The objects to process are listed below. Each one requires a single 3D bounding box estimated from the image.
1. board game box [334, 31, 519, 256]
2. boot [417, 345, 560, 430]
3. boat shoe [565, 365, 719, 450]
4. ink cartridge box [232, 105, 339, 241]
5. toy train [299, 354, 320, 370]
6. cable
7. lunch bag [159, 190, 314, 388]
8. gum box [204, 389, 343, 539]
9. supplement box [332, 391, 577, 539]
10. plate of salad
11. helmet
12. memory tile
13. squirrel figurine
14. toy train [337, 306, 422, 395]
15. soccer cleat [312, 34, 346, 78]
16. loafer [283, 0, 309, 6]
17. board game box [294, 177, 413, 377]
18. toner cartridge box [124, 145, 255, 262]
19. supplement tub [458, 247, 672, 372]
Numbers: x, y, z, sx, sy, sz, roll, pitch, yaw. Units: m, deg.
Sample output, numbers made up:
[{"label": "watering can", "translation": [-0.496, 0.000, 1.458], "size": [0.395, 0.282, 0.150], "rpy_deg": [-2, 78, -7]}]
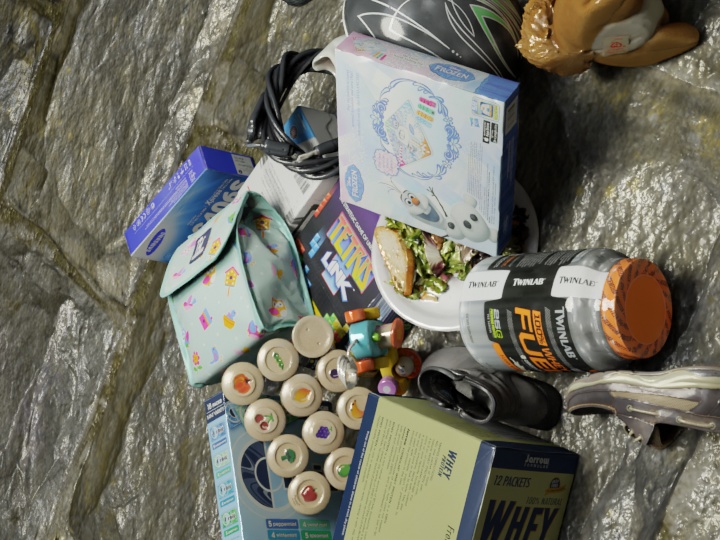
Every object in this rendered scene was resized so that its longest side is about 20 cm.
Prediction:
[{"label": "board game box", "translation": [0.068, -0.132, 1.493], "size": [0.198, 0.043, 0.201], "rpy_deg": [21, 136, 23]}, {"label": "boot", "translation": [0.106, 0.118, 1.520], "size": [0.199, 0.131, 0.071], "rpy_deg": [11, 91, 48]}, {"label": "boat shoe", "translation": [0.279, 0.134, 1.368], "size": [0.199, 0.074, 0.074], "rpy_deg": [-11, 74, 48]}, {"label": "ink cartridge box", "translation": [-0.087, -0.096, 1.825], "size": [0.200, 0.067, 0.117], "rpy_deg": [-51, 49, 31]}, {"label": "toy train", "translation": [-0.110, 0.072, 1.835], "size": [0.200, 0.046, 0.034], "rpy_deg": [39, 110, 45]}, {"label": "cable", "translation": [-0.045, -0.201, 1.747], "size": [0.162, 0.051, 0.201], "rpy_deg": [15, 54, 12]}, {"label": "lunch bag", "translation": [-0.159, 0.021, 1.768], "size": [0.170, 0.121, 0.202], "rpy_deg": [-36, 65, 40]}, {"label": "gum box", "translation": [-0.095, 0.250, 1.689], "size": [0.044, 0.169, 0.202], "rpy_deg": [-32, 59, 40]}, {"label": "supplement box", "translation": [0.095, 0.255, 1.502], "size": [0.199, 0.133, 0.202], "rpy_deg": [17, 95, 48]}, {"label": "plate of salad", "translation": [0.100, -0.033, 1.580], "size": [0.198, 0.048, 0.202], "rpy_deg": [-8, 69, 22]}, {"label": "helmet", "translation": [0.082, -0.255, 1.548], "size": [0.191, 0.198, 0.201], "rpy_deg": [82, 164, -53]}, {"label": "memory tile", "translation": [-0.056, 0.168, 1.655], "size": [0.153, 0.017, 0.201], "rpy_deg": [-32, 89, -6]}, {"label": "squirrel figurine", "translation": [0.238, -0.305, 1.464], "size": [0.199, 0.141, 0.189], "rpy_deg": [-25, 58, 40]}, {"label": "toy train", "translation": [0.038, 0.129, 1.593], "size": [0.055, 0.201, 0.151], "rpy_deg": [-12, 46, 18]}, {"label": "soccer cleat", "translation": [0.020, -0.204, 1.701], "size": [0.077, 0.069, 0.200], "rpy_deg": [-33, 62, -12]}, {"label": "loafer", "translation": [-0.056, -0.413, 1.856], "size": [0.199, 0.072, 0.073], "rpy_deg": [-32, 58, 39]}, {"label": "board game box", "translation": [0.000, 0.000, 1.721], "size": [0.166, 0.056, 0.201], "rpy_deg": [-55, 47, 27]}, {"label": "toner cartridge box", "translation": [-0.236, -0.088, 1.972], "size": [0.200, 0.094, 0.043], "rpy_deg": [-44, 52, 34]}, {"label": "supplement tub", "translation": [0.206, 0.041, 1.433], "size": [0.199, 0.122, 0.124], "rpy_deg": [-5, 78, 47]}]
